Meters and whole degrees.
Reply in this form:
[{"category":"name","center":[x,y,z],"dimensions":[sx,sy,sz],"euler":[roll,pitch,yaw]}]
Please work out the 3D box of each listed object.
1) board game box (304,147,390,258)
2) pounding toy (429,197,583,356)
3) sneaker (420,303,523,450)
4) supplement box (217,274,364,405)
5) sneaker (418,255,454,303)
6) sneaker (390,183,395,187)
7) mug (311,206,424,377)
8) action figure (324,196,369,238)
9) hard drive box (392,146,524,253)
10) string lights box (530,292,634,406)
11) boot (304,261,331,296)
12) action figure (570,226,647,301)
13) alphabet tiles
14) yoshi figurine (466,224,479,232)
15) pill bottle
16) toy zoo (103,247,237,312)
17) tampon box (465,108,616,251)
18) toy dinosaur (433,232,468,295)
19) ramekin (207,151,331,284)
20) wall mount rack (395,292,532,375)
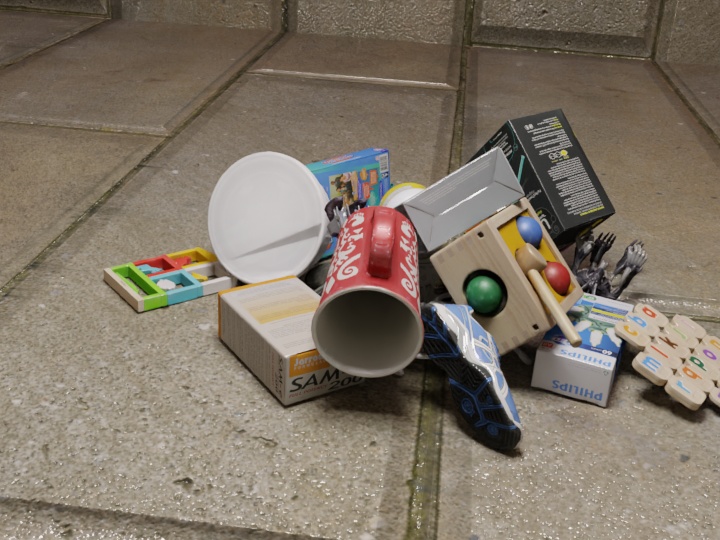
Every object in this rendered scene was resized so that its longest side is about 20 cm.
[{"category":"board game box","center":[-0.029,-0.116,1.569],"dimensions":[0.045,0.155,0.198],"euler":[14,25,43]},{"category":"pounding toy","center":[0.209,0.016,1.194],"dimensions":[0.141,0.186,0.199],"euler":[-33,-3,32]},{"category":"sneaker","center":[0.146,0.120,1.109],"dimensions":[0.076,0.076,0.202],"euler":[-10,63,-37]},{"category":"supplement box","center":[-0.094,0.087,1.223],"dimensions":[0.124,0.075,0.199],"euler":[-12,29,-30]},{"category":"sneaker","center":[0.114,0.027,1.376],"dimensions":[0.199,0.077,0.114],"euler":[-17,30,-42]},{"category":"sneaker","center":[0.052,-0.126,1.689],"dimensions":[0.197,0.081,0.078],"euler":[-3,23,-15]},{"category":"mug","center":[0.029,0.003,1.138],"dimensions":[0.132,0.178,0.201],"euler":[32,31,-15]},{"category":"action figure","center":[0.000,0.000,1.293],"dimensions":[0.129,0.203,0.069],"euler":[-7,-14,-34]},{"category":"hard drive box","center":[0.129,-0.094,1.310],"dimensions":[0.154,0.078,0.200],"euler":[-30,3,-3]},{"category":"string lights box","center":[0.308,0.102,1.260],"dimensions":[0.101,0.060,0.200],"euler":[14,27,18]},{"category":"boot","center":[-0.040,0.027,1.396],"dimensions":[0.129,0.069,0.199],"euler":[8,23,41]},{"category":"action figure","center":[0.389,-0.012,1.467],"dimensions":[0.118,0.103,0.200],"euler":[25,29,17]},{"category":"alphabet tiles","center":[0.438,0.119,1.233],"dimensions":[0.195,0.015,0.199],"euler":[37,34,21]},{"category":"yoshi figurine","center":[0.273,-0.089,1.617],"dimensions":[0.111,0.114,0.199],"euler":[29,33,31]},{"category":"pill bottle","center":[0.087,-0.082,1.512],"dimensions":[0.110,0.114,0.200],"euler":[2,10,-3]},{"category":"toy zoo","center":[-0.282,0.008,1.433],"dimensions":[0.198,0.021,0.131],"euler":[-15,31,-35]},{"category":"tampon box","center":[0.294,-0.136,1.519],"dimensions":[0.125,0.150,0.202],"euler":[-17,75,-31]},{"category":"toy dinosaur","center":[0.189,-0.010,1.351],"dimensions":[0.197,0.090,0.047],"euler":[-5,18,-21]},{"category":"ramekin","center":[-0.133,-0.076,1.434],"dimensions":[0.199,0.206,0.094],"euler":[11,2,17]},{"category":"wall mount rack","center":[0.134,0.103,1.230],"dimensions":[0.171,0.076,0.200],"euler":[10,26,22]}]
